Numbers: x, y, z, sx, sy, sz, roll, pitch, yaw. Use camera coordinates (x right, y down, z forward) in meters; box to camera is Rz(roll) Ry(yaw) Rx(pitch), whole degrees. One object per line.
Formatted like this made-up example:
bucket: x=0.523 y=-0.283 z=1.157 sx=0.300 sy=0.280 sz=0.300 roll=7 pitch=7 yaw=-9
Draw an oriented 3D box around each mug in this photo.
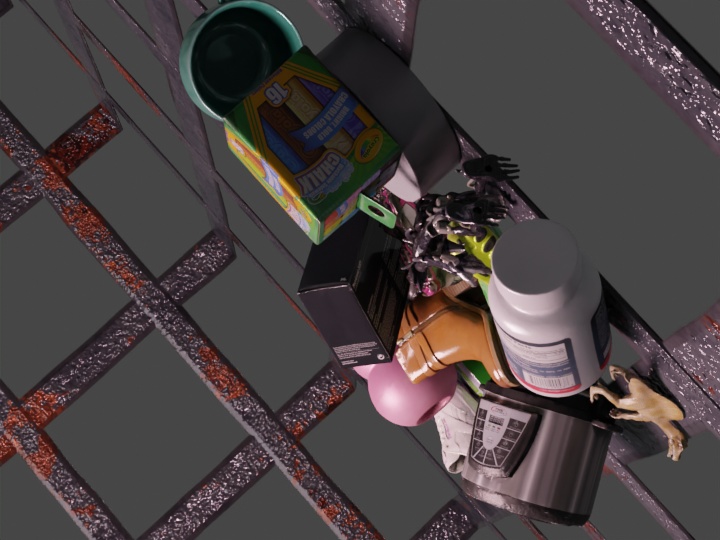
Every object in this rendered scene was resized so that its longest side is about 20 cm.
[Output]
mug: x=-0.147 y=-0.277 z=1.698 sx=0.151 sy=0.187 sz=0.114 roll=26 pitch=179 yaw=-18

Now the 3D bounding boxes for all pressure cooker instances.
pressure cooker: x=0.226 y=0.203 z=1.681 sx=0.174 sy=0.203 sz=0.179 roll=16 pitch=179 yaw=0

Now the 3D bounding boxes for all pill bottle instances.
pill bottle: x=0.197 y=0.037 z=1.403 sx=0.119 sy=0.119 sz=0.201 roll=42 pitch=167 yaw=33

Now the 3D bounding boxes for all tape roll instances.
tape roll: x=0.023 y=-0.175 z=1.520 sx=0.201 sy=0.066 sz=0.201 roll=48 pitch=169 yaw=12

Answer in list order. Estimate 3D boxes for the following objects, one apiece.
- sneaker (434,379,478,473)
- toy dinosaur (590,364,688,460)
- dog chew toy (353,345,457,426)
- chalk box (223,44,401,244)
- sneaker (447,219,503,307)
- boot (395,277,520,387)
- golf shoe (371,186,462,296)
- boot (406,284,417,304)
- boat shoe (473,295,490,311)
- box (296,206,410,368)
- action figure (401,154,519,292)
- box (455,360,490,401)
sneaker: x=0.131 y=0.215 z=1.847 sx=0.200 sy=0.100 sz=0.075 roll=40 pitch=169 yaw=40
toy dinosaur: x=0.315 y=0.140 z=1.510 sx=0.100 sy=0.059 sz=0.200 roll=18 pitch=158 yaw=42
dog chew toy: x=0.040 y=0.110 z=1.812 sx=0.201 sy=0.124 sz=0.125 roll=51 pitch=171 yaw=17
chalk box: x=-0.039 y=-0.116 z=1.460 sx=0.200 sy=0.124 sz=0.125 roll=48 pitch=170 yaw=7
sneaker: x=0.162 y=-0.007 z=1.579 sx=0.200 sy=0.073 sz=0.084 roll=53 pitch=-164 yaw=-39
boot: x=0.114 y=0.096 z=1.671 sx=0.076 sy=0.155 sz=0.201 roll=19 pitch=-142 yaw=-48
golf shoe: x=0.070 y=-0.071 z=1.641 sx=0.202 sy=0.091 sz=0.073 roll=63 pitch=159 yaw=9
boot: x=0.029 y=0.020 z=1.886 sx=0.130 sy=0.070 sz=0.200 roll=24 pitch=166 yaw=0
boat shoe: x=0.149 y=0.043 z=1.756 sx=0.200 sy=0.076 sz=0.072 roll=47 pitch=168 yaw=3
box: x=0.000 y=0.000 z=1.697 sx=0.078 sy=0.201 sz=0.142 roll=-7 pitch=132 yaw=23
action figure: x=0.108 y=-0.043 z=1.435 sx=0.101 sy=0.120 sz=0.200 roll=16 pitch=157 yaw=-11
box: x=0.170 y=0.123 z=1.884 sx=0.200 sy=0.097 sz=0.177 roll=48 pitch=170 yaw=5
